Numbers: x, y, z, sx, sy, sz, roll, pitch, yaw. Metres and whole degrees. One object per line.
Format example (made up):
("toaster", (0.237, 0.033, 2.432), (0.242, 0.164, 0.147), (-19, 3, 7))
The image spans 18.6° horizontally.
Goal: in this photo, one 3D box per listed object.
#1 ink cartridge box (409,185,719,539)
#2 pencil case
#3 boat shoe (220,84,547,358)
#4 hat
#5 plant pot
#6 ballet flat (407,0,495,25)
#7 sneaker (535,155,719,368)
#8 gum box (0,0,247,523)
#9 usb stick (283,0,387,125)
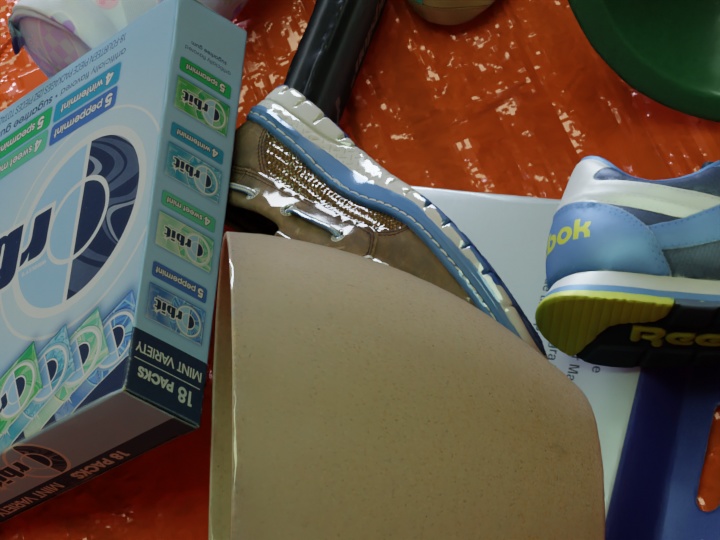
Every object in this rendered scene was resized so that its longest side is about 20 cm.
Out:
("ink cartridge box", (0.075, 0.061, 0.916), (0.199, 0.041, 0.201), (6, 60, 19))
("pencil case", (-0.080, -0.160, 1.077), (0.083, 0.091, 0.200), (35, 73, 14))
("boat shoe", (0.000, 0.000, 0.917), (0.072, 0.072, 0.200), (-42, 44, -6))
("hat", (0.187, -0.194, 0.983), (0.165, 0.201, 0.177), (18, 46, 2))
("plant pot", (0.014, 0.088, 0.793), (0.133, 0.201, 0.201), (1, 56, -5))
("ballet flat", (0.085, -0.207, 1.073), (0.068, 0.063, 0.201), (22, 66, 26))
("sneaker", (0.170, -0.006, 0.886), (0.198, 0.074, 0.083), (5, 59, -5))
("gum box", (-0.128, 0.000, 0.962), (0.169, 0.044, 0.201), (-26, 47, 40))
("usb stick", (-0.004, -0.130, 1.055), (0.032, 0.056, 0.201), (21, 63, 1))
